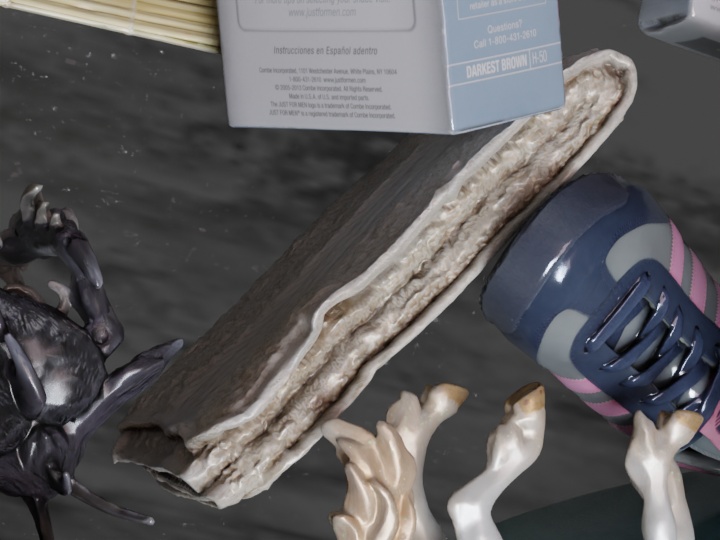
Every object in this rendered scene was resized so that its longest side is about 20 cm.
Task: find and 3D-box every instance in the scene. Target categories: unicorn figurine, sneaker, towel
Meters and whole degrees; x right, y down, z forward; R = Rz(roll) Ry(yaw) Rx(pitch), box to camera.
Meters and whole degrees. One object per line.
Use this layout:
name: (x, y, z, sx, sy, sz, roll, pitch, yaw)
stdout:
unicorn figurine: (0.077, 0.110, 0.873, 0.200, 0.074, 0.137, 7, 78, -9)
sneaker: (0.105, 0.025, 0.930, 0.082, 0.200, 0.070, 43, 95, 24)
towel: (0.000, 0.000, 0.920, 0.200, 0.133, 0.034, -46, 102, -13)

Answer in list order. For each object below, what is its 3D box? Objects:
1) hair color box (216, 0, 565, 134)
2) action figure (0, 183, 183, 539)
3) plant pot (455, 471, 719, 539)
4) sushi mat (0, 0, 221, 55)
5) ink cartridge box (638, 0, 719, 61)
hair color box: (0.002, -0.146, 0.851, 0.061, 0.099, 0.200, -16, 105, -46)
action figure: (-0.137, 0.006, 0.885, 0.119, 0.102, 0.200, -27, 89, -19)
plant pot: (0.135, 0.148, 0.990, 0.200, 0.141, 0.141, -1, 96, -13)
sushi mat: (-0.117, -0.122, 0.896, 0.200, 0.012, 0.096, 11, 49, -22)
ink cartridge box: (0.203, -0.164, 1.035, 0.163, 0.057, 0.200, 16, 80, -22)
